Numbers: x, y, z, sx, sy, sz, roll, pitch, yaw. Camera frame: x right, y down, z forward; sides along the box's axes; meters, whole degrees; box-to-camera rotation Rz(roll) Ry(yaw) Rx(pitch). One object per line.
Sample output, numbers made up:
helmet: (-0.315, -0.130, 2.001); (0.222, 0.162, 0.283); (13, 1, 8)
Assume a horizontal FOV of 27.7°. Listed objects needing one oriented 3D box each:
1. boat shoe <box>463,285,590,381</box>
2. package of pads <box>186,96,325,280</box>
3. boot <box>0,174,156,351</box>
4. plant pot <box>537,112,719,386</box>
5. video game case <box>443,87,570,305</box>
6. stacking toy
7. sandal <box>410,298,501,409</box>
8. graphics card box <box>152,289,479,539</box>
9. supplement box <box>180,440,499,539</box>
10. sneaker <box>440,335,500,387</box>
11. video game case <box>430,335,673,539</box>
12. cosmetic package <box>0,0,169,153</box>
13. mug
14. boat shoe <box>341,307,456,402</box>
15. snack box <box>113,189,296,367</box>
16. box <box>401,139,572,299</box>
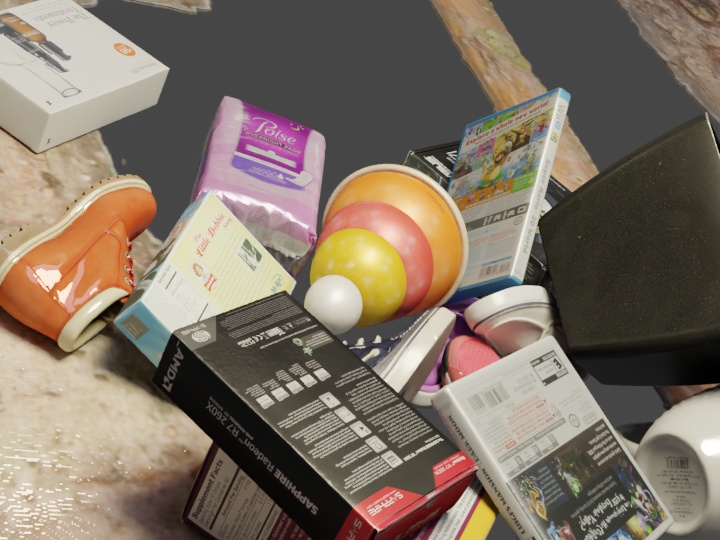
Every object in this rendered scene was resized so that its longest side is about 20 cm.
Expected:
boat shoe: (0.160, 0.067, 1.339); (0.200, 0.071, 0.066); (28, 38, -60)
package of pads: (-0.098, -0.078, 1.393); (0.119, 0.076, 0.201); (22, 31, -11)
boot: (-0.216, -0.005, 1.206); (0.107, 0.075, 0.200); (36, 40, 9)
plant pot: (0.272, 0.007, 1.324); (0.199, 0.175, 0.202); (33, 42, -63)
video game case: (0.124, -0.066, 1.376); (0.018, 0.142, 0.202); (29, 65, -27)
stacking toy: (0.000, 0.000, 1.270); (0.145, 0.147, 0.200); (32, 28, 10)
sandal: (0.089, 0.066, 1.339); (0.082, 0.050, 0.203); (32, 32, 9)
graphics card box: (-0.031, 0.104, 0.991); (0.200, 0.051, 0.125); (41, 35, 21)
supplement box: (-0.009, 0.169, 1.060); (0.199, 0.104, 0.131); (32, 32, 8)
sneaker: (0.142, 0.123, 1.238); (0.073, 0.087, 0.201); (-2, 50, -39)
video game case: (0.151, 0.148, 1.114); (0.183, 0.023, 0.199); (57, 30, 10)
cosmetic package: (-0.306, -0.200, 1.444); (0.150, 0.052, 0.200); (36, 32, 11)
mug: (0.311, 0.168, 1.287); (0.174, 0.150, 0.199); (-5, 12, -37)
boat shoe: (0.001, 0.078, 1.215); (0.092, 0.075, 0.200); (30, 42, 13)
snack box: (-0.124, 0.025, 1.215); (0.116, 0.037, 0.201); (48, 27, -14)
box: (0.150, -0.045, 1.517); (0.163, 0.087, 0.200); (-15, 50, -47)
